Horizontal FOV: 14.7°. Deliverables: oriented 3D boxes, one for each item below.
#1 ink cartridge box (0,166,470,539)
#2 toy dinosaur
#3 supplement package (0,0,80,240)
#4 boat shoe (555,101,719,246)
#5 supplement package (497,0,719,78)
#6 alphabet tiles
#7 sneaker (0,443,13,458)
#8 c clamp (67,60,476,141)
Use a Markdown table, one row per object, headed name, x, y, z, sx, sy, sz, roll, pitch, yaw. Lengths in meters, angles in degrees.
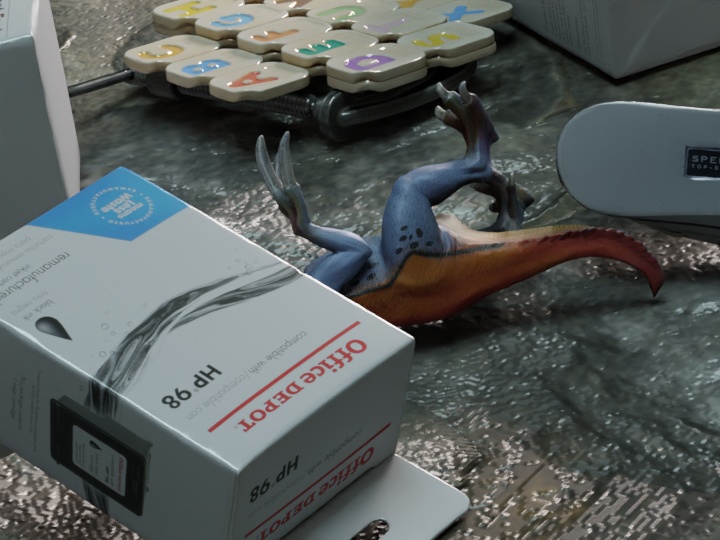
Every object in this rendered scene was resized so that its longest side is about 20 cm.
| name | x | y | z | sx | sy | sz | roll | pitch | yaw |
| --- | --- | --- | --- | --- | --- | --- | --- | --- | --- |
| ink cartridge box | -0.060 | 0.048 | 1.113 | 0.200 | 0.067 | 0.116 | 30 | 43 | 25 |
| toy dinosaur | 0.000 | 0.000 | 1.239 | 0.200 | 0.105 | 0.182 | 27 | 63 | 31 |
| supplement package | -0.249 | -0.071 | 1.411 | 0.199 | 0.117 | 0.117 | -9 | 27 | -1 |
| boat shoe | 0.190 | -0.038 | 1.275 | 0.199 | 0.072 | 0.066 | 3 | -3 | 12 |
| supplement package | 0.135 | -0.205 | 1.550 | 0.120 | 0.122 | 0.200 | -19 | 29 | -20 |
| alphabet tiles | -0.022 | -0.133 | 1.532 | 0.195 | 0.015 | 0.200 | -21 | 27 | -34 |
| sneaker | -0.240 | 0.060 | 1.209 | 0.118 | 0.074 | 0.200 | -35 | 37 | -32 |
| c clamp | -0.044 | -0.101 | 1.516 | 0.200 | 0.027 | 0.171 | 10 | 27 | 36 |
